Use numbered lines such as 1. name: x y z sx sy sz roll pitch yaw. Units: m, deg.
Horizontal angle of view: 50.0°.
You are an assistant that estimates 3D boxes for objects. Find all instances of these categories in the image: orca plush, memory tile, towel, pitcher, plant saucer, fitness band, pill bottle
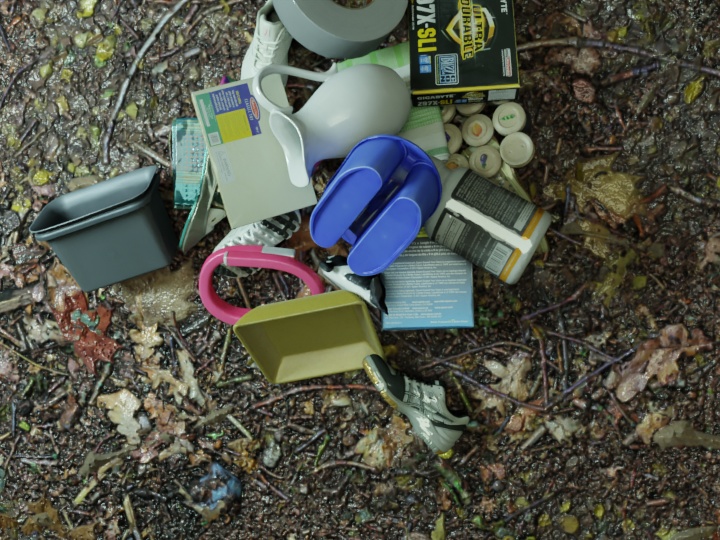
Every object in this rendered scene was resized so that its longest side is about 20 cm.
1. orca plush: 0.000 0.000 1.157 0.105 0.200 0.071 39 83 -15
2. memory tile: 0.153 -0.205 1.165 0.198 0.017 0.155 -15 78 19
3. towel: -0.208 -0.171 1.240 0.197 0.022 0.149 2 95 6
4. pitcher: -0.040 -0.235 1.091 0.199 0.121 0.173 -31 95 -23
5. plant saucer: -0.072 0.097 1.183 0.197 0.201 0.049 -10 55 7
6. fitness band: -0.155 0.030 1.206 0.197 0.038 0.145 5 126 2
7. towel: 0.047 -0.243 1.183 0.147 0.031 0.202 -13 77 9
8. pill bottle: 0.161 -0.076 1.101 0.199 0.116 0.117 31 97 10

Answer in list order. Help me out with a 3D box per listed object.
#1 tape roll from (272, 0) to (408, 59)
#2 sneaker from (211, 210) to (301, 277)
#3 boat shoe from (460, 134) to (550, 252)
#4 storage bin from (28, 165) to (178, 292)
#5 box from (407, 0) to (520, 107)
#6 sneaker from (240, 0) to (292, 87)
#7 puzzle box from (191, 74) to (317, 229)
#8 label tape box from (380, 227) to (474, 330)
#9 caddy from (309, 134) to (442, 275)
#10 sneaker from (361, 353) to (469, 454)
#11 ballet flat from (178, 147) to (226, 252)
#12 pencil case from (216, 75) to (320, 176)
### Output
1. tape roll: -0.030 -0.418 1.134 0.198 0.066 0.203 4 79 -22
2. sneaker: -0.165 -0.060 1.215 0.075 0.082 0.199 35 124 -30
3. boat shoe: 0.225 -0.110 1.178 0.062 0.073 0.202 -29 80 13
4. storage bin: -0.389 -0.062 1.220 0.198 0.146 0.135 -17 120 7
5. box: 0.150 -0.346 1.145 0.158 0.049 0.203 -3 74 8
6. sneaker: -0.142 -0.348 1.180 0.077 0.099 0.202 19 96 4
7. puzzle box: -0.152 -0.174 1.111 0.132 0.025 0.202 -17 93 -13
8. label tape box: 0.102 -0.010 1.196 0.141 0.066 0.203 -2 86 6
9. caddy: 0.022 -0.090 1.051 0.141 0.105 0.200 37 132 -7
10. sneaker: 0.089 0.192 1.214 0.088 0.076 0.200 -44 100 0
11. ballet flat: -0.229 -0.117 1.205 0.063 0.067 0.202 16 97 -8
12. pencil case: -0.139 -0.213 1.172 0.199 0.088 0.089 30 97 -14
